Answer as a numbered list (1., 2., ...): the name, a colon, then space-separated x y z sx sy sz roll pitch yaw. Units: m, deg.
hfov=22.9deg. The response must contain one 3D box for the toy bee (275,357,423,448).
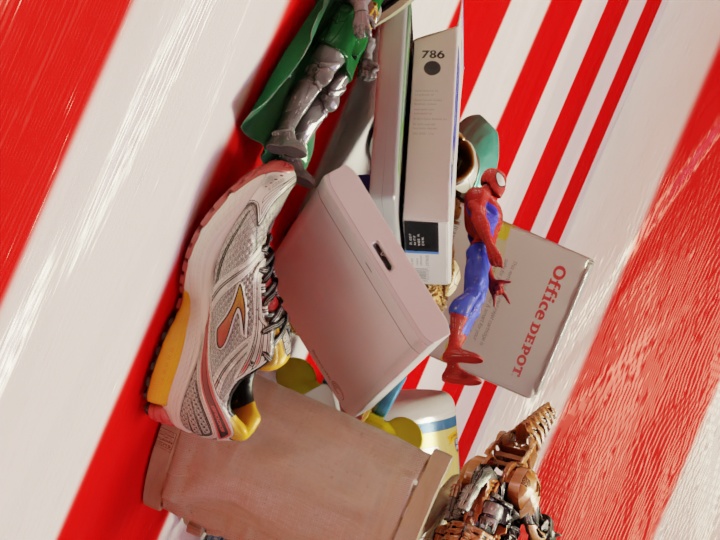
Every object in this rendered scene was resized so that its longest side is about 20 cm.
1. toy bee: -0.004 0.126 1.535 0.109 0.130 0.200 -62 155 -6

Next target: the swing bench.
1. swing bench: -0.040 0.164 1.313 0.130 0.198 0.200 -65 168 -8

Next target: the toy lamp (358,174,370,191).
1. toy lamp: 0.000 0.000 1.543 0.200 0.058 0.058 98 18 -55

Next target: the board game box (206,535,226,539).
1. board game box: -0.094 0.254 1.600 0.200 0.061 0.201 -53 163 -47

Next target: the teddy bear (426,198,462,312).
1. teddy bear: 0.059 0.002 1.555 0.200 0.066 0.146 98 -4 -73

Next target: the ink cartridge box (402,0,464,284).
1. ink cartridge box: 0.056 -0.100 1.359 0.100 0.039 0.201 82 12 -61

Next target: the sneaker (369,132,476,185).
1. sneaker: 0.061 -0.089 1.584 0.200 0.084 0.073 44 68 -79

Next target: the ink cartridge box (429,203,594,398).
1. ink cartridge box: 0.108 0.019 1.714 0.146 0.199 0.083 -67 169 5

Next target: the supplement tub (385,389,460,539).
1. supplement tub: 0.027 0.221 1.725 0.145 0.144 0.201 -12 97 -77

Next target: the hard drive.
1. hard drive: -0.008 0.020 1.247 0.027 0.132 0.200 -29 171 -21

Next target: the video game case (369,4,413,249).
1. video game case: 0.027 -0.090 1.364 0.182 0.022 0.201 84 9 -59

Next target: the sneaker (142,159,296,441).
1. sneaker: -0.074 0.021 1.169 0.078 0.082 0.201 -42 153 -65

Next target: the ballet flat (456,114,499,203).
1. ballet flat: 0.085 -0.068 1.798 0.070 0.067 0.201 25 86 -65

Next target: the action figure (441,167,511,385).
1. action figure: 0.102 -0.002 1.519 0.066 0.051 0.201 77 18 -59

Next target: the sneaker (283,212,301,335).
1. sneaker: -0.018 -0.017 1.399 0.090 0.075 0.200 -61 176 -28

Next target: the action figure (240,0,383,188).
1. action figure: -0.013 -0.155 1.195 0.118 0.054 0.201 80 31 -66

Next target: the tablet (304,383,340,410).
1. tablet: -0.037 0.205 1.463 0.130 0.014 0.201 -33 -116 53

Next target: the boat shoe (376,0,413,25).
1. boat shoe: 0.054 -0.252 1.300 0.202 0.063 0.074 -49 -166 -22

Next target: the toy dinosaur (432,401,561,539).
1. toy dinosaur: 0.104 0.179 1.294 0.200 0.102 0.136 -37 138 -26
